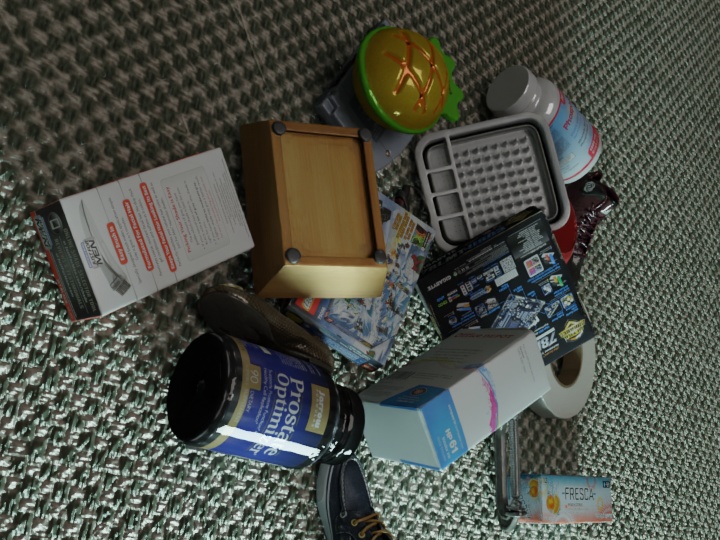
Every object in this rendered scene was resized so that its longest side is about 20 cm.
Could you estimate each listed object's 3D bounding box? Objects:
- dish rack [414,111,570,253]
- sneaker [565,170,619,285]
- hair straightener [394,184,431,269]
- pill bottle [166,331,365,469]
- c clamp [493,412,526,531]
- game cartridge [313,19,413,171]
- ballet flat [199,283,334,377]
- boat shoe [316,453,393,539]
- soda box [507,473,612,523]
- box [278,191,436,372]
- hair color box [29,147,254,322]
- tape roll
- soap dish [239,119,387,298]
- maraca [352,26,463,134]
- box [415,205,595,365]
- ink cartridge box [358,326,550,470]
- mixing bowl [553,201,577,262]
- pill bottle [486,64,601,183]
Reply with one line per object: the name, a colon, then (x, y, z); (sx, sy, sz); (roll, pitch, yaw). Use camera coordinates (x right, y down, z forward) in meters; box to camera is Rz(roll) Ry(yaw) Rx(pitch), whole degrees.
dish rack: (0.182, -0.120, 1.247); (0.196, 0.044, 0.175); (-13, 81, -3)
sneaker: (0.365, -0.073, 1.447); (0.075, 0.114, 0.205); (19, 68, -42)
hair straightener: (0.050, -0.028, 1.170); (0.077, 0.040, 0.203); (41, 50, -33)
pill bottle: (-0.092, 0.142, 0.922); (0.198, 0.111, 0.114); (23, 65, -40)
c clamp: (0.198, 0.250, 1.189); (0.026, 0.171, 0.205); (1, 86, -6)
game cartridge: (0.024, -0.224, 1.183); (0.134, 0.040, 0.201); (50, 50, -22)
ballet flat: (-0.097, 0.064, 0.972); (0.199, 0.067, 0.047); (37, 42, -38)
boat shoe: (0.008, 0.300, 1.006); (0.070, 0.090, 0.205); (1, 80, -45)
soda box: (0.297, 0.339, 1.321); (0.198, 0.063, 0.070); (16, 70, -44)
box: (0.000, 0.000, 1.070); (0.136, 0.040, 0.203); (33, 59, -15)
hair color box: (-0.208, -0.039, 0.877); (0.199, 0.063, 0.113); (-28, 102, -47)
tape roll: (0.304, 0.127, 1.383); (0.201, 0.037, 0.208); (7, 81, -49)
soap dish: (-0.049, -0.072, 0.998); (0.154, 0.081, 0.205); (2, 71, -27)
maraca: (0.066, -0.241, 1.128); (0.198, 0.106, 0.140); (-14, 91, -47)
box: (0.195, 0.048, 1.209); (0.197, 0.050, 0.201); (-29, 107, -3)
ink cartridge box: (0.111, 0.149, 1.080); (0.198, 0.143, 0.086); (-29, 103, -31)
mixing bowl: (0.254, -0.064, 1.336); (0.198, 0.107, 0.205); (13, 72, -43)
pill bottle: (0.288, -0.232, 1.408); (0.199, 0.107, 0.111); (33, 58, -37)
